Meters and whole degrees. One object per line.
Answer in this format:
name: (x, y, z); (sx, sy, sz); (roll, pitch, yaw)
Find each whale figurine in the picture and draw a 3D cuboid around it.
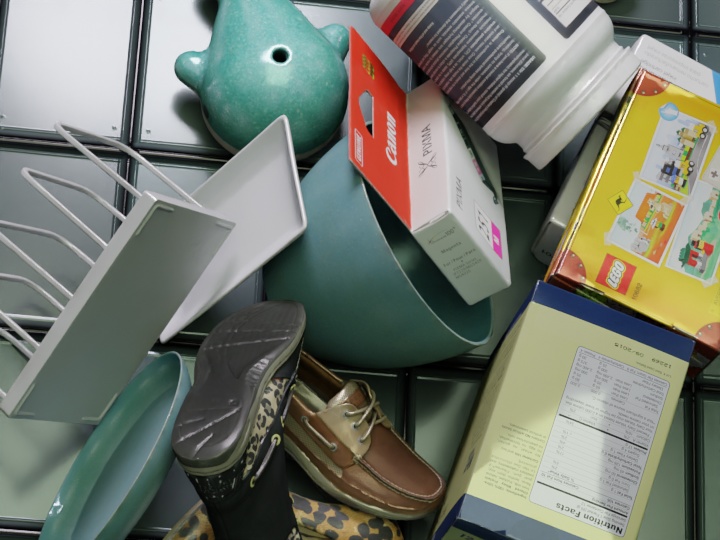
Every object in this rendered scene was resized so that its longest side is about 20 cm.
whale figurine: (-0.082, -0.193, 1.738); (0.158, 0.104, 0.202); (-11, 72, -11)

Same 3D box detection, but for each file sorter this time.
file sorter: (-0.223, 0.001, 1.588); (0.124, 0.139, 0.201); (39, 99, 21)

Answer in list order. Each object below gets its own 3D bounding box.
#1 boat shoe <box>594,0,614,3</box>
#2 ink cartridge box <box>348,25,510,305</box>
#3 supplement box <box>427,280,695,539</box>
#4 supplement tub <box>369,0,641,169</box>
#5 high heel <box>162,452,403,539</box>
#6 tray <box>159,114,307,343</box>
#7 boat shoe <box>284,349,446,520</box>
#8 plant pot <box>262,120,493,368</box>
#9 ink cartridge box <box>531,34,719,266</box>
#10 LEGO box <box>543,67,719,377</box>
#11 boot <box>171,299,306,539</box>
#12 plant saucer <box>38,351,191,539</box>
boat shoe: (0.198, -0.337, 1.822); (0.074, 0.066, 0.201); (-28, 99, -23)
ink cartridge box: (0.055, -0.096, 1.657); (0.043, 0.174, 0.201); (-27, 34, 20)
supplement box: (0.150, 0.150, 1.598); (0.133, 0.200, 0.201); (21, 68, 0)
supplement tub: (0.118, -0.196, 1.680); (0.200, 0.140, 0.140); (44, 71, 0)
high heel: (-0.063, 0.227, 1.603); (0.199, 0.072, 0.143); (-32, 72, -29)
tray: (-0.105, -0.029, 1.640); (0.022, 0.200, 0.108); (13, 54, -39)
boat shoe: (-0.016, 0.124, 1.620); (0.199, 0.072, 0.076); (32, 36, 6)
plant pot: (0.000, 0.000, 1.654); (0.134, 0.200, 0.201); (-29, 74, 20)
ink cartridge box: (0.256, -0.076, 1.755); (0.146, 0.086, 0.201); (27, 68, 2)
LEGO box: (0.249, -0.039, 1.655); (0.148, 0.077, 0.201); (25, 71, 2)
boot: (-0.079, 0.133, 1.552); (0.073, 0.155, 0.204); (-2, 34, 19)
plant saucer: (-0.184, 0.154, 1.559); (0.027, 0.200, 0.201); (33, 68, -16)
